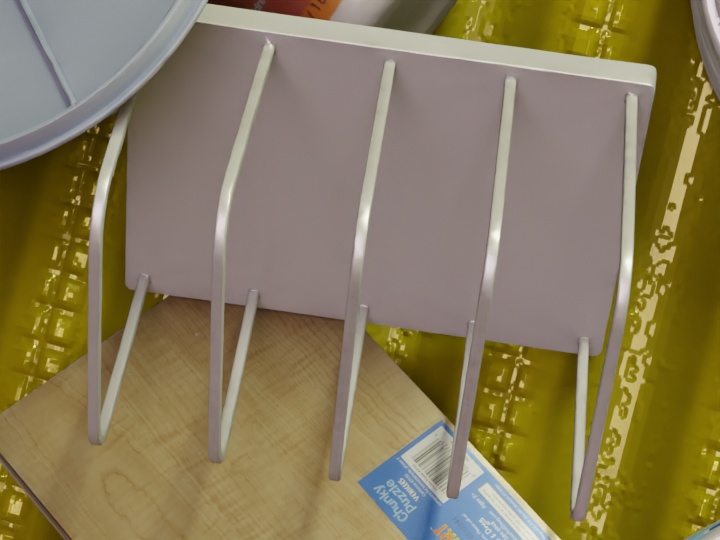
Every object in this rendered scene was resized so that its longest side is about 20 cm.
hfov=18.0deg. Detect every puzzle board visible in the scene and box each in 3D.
[{"bbox_3d":[-0.033,0.093,0.907,0.150,0.017,0.200,-35,67,-21],"label":"puzzle board"}]

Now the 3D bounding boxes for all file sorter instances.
[{"bbox_3d":[0.000,0.000,0.855,0.198,0.125,0.139,8,131,3],"label":"file sorter"}]

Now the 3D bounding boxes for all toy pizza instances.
[{"bbox_3d":[-0.134,-0.121,0.854,0.199,0.032,0.201,-9,63,17],"label":"toy pizza"}]

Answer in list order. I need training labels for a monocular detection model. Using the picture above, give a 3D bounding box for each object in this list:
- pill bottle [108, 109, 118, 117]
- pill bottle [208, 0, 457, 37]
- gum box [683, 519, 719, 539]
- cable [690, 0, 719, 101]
[{"bbox_3d":[-0.204,-0.086,0.944,0.199,0.111,0.112,-18,84,7],"label":"pill bottle"},{"bbox_3d":[-0.050,-0.167,0.923,0.200,0.112,0.112,42,93,9],"label":"pill bottle"},{"bbox_3d":[0.142,0.133,0.872,0.199,0.113,0.066,-30,83,7],"label":"gum box"},{"bbox_3d":[0.228,-0.123,0.897,0.199,0.069,0.201,18,90,10],"label":"cable"}]
